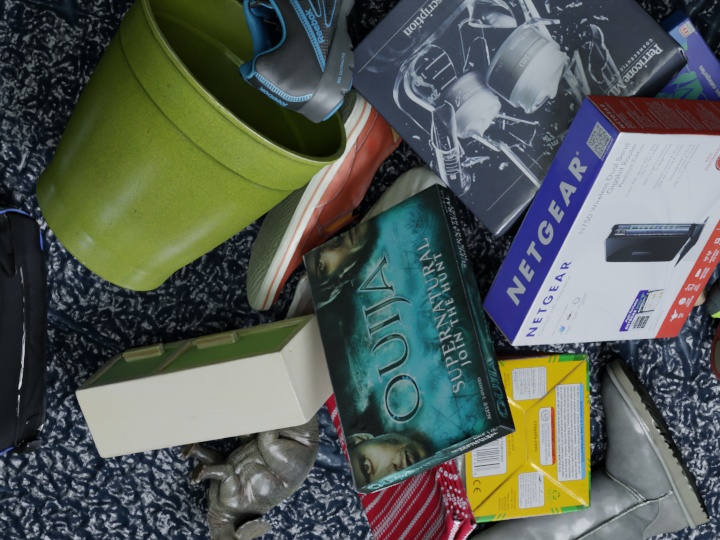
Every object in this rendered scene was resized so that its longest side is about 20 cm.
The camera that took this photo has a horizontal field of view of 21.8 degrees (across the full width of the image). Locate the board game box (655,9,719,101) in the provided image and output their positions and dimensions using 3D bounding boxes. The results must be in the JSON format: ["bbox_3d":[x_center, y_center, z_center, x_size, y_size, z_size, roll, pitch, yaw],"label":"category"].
[{"bbox_3d":[0.224,-0.089,1.520,0.199,0.045,0.152,-37,103,9],"label":"board game box"}]

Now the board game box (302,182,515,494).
[{"bbox_3d":[0.033,0.052,1.412,0.135,0.028,0.202,-27,62,27],"label":"board game box"}]

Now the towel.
[{"bbox_3d":[0.025,0.145,1.464,0.022,0.201,0.145,-3,147,-27],"label":"towel"}]

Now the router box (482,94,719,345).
[{"bbox_3d":[0.208,-0.036,1.428,0.178,0.049,0.201,-2,130,-35],"label":"router box"}]

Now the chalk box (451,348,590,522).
[{"bbox_3d":[0.082,0.128,1.509,0.123,0.199,0.126,-2,92,-28],"label":"chalk box"}]

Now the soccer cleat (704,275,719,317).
[{"bbox_3d":[0.336,-0.049,1.485,0.081,0.067,0.200,44,102,9],"label":"soccer cleat"}]

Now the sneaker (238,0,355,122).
[{"bbox_3d":[-0.043,-0.216,1.416,0.081,0.202,0.073,19,150,-29],"label":"sneaker"}]

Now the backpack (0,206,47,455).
[{"bbox_3d":[-0.339,0.045,1.476,0.145,0.183,0.202,8,96,18],"label":"backpack"}]

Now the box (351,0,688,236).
[{"bbox_3d":[0.119,-0.159,1.440,0.182,0.104,0.200,46,100,8],"label":"box"}]

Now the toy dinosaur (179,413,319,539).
[{"bbox_3d":[-0.085,0.164,1.578,0.102,0.077,0.201,42,80,-25],"label":"toy dinosaur"}]

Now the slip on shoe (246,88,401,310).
[{"bbox_3d":[-0.032,-0.049,1.515,0.061,0.074,0.201,27,103,-22],"label":"slip on shoe"}]

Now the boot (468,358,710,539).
[{"bbox_3d":[0.178,0.192,1.592,0.199,0.073,0.183,-25,103,12],"label":"boot"}]

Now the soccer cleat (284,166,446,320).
[{"bbox_3d":[0.000,0.000,1.511,0.077,0.069,0.201,13,118,-45],"label":"soccer cleat"}]

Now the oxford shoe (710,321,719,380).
[{"bbox_3d":[0.361,0.009,1.552,0.074,0.070,0.201,22,100,-41],"label":"oxford shoe"}]

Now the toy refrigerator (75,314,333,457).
[{"bbox_3d":[-0.125,0.091,1.507,0.198,0.076,0.071,-12,107,28],"label":"toy refrigerator"}]

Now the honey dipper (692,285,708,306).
[{"bbox_3d":[0.291,-0.067,1.490,0.038,0.038,0.202,14,108,-5],"label":"honey dipper"}]

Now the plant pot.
[{"bbox_3d":[-0.146,-0.093,1.449,0.200,0.201,0.193,40,113,-11],"label":"plant pot"}]
